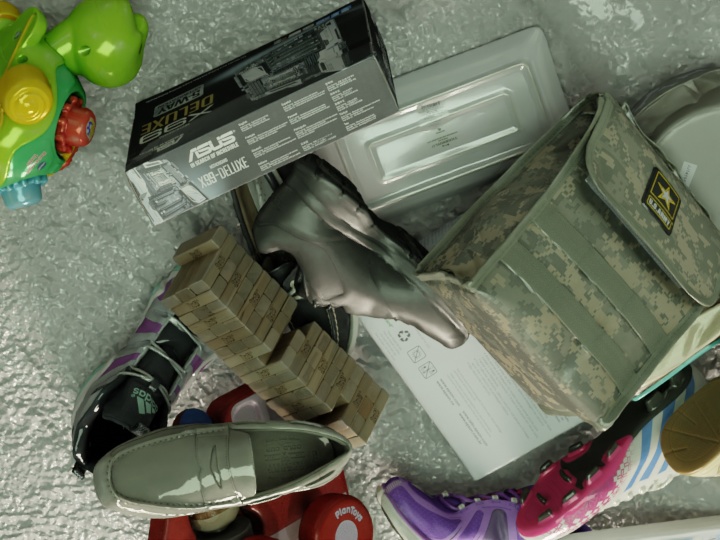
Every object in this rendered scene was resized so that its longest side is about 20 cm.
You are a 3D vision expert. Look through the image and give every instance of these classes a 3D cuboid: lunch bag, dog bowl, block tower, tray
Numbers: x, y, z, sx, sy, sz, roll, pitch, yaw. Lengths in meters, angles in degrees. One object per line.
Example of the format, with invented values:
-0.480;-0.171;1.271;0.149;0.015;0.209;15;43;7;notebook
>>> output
0.171;-0.012;1.487;0.164;0.117;0.200;46;76;-20;lunch bag
0.280;-0.067;1.576;0.198;0.059;0.202;-1;111;-3;dog bowl
-0.067;0.057;1.552;0.054;0.058;0.200;-22;119;43;block tower
0.064;-0.106;1.569;0.198;0.022;0.108;-20;110;5;tray

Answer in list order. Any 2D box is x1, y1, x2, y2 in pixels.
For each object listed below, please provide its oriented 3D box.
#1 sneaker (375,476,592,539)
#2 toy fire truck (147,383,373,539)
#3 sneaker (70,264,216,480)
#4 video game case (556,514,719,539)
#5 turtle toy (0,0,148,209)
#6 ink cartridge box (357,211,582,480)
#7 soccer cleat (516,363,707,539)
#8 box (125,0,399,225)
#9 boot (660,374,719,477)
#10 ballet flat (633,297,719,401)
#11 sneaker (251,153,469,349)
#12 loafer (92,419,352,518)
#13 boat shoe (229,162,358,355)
0.104;0.205;1.670;0.199;0.081;0.084;21;107;-20;sneaker
-0.090;0.174;1.595;0.199;0.112;0.170;-24;107;-39;toy fire truck
-0.158;0.085;1.567;0.077;0.140;0.201;34;106;-11;sneaker
0.229;0.299;1.699;0.198;0.023;0.184;-3;113;-25;video game case
-0.241;-0.128;1.492;0.101;0.146;0.200;32;107;-35;turtle toy
0.122;0.044;1.612;0.199;0.041;0.200;-29;110;16;ink cartridge box
0.216;0.161;1.634;0.200;0.070;0.086;-44;117;-7;soccer cleat
-0.073;-0.119;1.484;0.199;0.158;0.050;-24;111;7;box
0.353;0.108;1.603;0.200;0.073;0.155;-42;143;21;boot
0.273;0.028;1.551;0.199;0.070;0.070;-31;110;8;ballet flat
0.000;0.000;1.524;0.200;0.076;0.091;41;99;-20;sneaker
-0.100;0.142;1.499;0.198;0.070;0.071;-8;81;-28;loafer
-0.055;-0.013;1.565;0.073;0.060;0.202;2;115;32;boat shoe
